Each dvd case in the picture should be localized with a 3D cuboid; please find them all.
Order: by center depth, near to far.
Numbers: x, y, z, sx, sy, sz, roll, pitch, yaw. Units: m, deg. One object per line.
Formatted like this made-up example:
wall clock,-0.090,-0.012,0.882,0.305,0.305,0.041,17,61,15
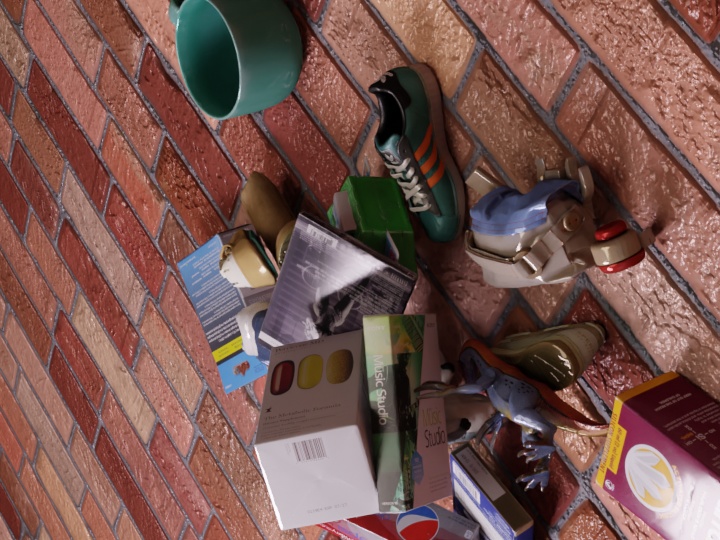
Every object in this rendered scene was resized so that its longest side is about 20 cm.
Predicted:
dvd case,-0.029,0.044,1.691,0.148,0.016,0.201,30,129,11

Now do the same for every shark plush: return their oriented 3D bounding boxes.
shark plush,0.069,0.198,1.708,0.083,0.199,0.091,45,-169,-47

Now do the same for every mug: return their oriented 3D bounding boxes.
mug,-0.147,-0.285,1.854,0.152,0.114,0.186,-35,76,57

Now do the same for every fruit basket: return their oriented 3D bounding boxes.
fruit basket,0.000,0.000,1.749,0.186,0.093,0.201,-104,27,-49

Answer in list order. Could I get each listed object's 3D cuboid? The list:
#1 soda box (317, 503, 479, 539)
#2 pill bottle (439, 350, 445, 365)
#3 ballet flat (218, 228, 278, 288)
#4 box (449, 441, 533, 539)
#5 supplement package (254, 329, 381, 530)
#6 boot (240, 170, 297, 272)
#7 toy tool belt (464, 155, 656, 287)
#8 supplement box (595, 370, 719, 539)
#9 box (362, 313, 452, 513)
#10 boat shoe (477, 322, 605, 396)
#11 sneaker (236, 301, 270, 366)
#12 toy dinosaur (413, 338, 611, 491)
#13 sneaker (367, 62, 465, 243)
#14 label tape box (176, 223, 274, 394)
soda box,0.037,0.293,1.759,0.199,0.070,0.064,23,151,19
pill bottle,0.043,0.175,1.805,0.109,0.109,0.201,46,139,33
ballet flat,-0.142,-0.006,1.868,0.069,0.063,0.200,57,178,-10
box,0.150,0.292,1.739,0.121,0.032,0.201,49,160,30
supplement package,-0.040,0.165,1.615,0.200,0.113,0.110,-87,-16,-64
boot,-0.100,-0.053,1.881,0.176,0.066,0.201,82,163,-48
toy tool belt,0.182,-0.054,1.479,0.199,0.124,0.124,-8,108,56
supplement box,0.326,0.200,1.421,0.200,0.085,0.111,39,135,40
box,0.051,0.145,1.591,0.036,0.144,0.202,-8,86,22
boat shoe,0.187,0.096,1.614,0.074,0.063,0.200,56,153,0
sneaker,-0.072,0.096,1.869,0.146,0.200,0.081,20,78,32
toy dinosaur,0.163,0.135,1.573,0.105,0.198,0.183,66,-171,-47
sneaker,0.055,-0.122,1.666,0.071,0.079,0.202,-4,103,56
label tape box,-0.168,0.054,2.099,0.144,0.063,0.202,-28,82,56
